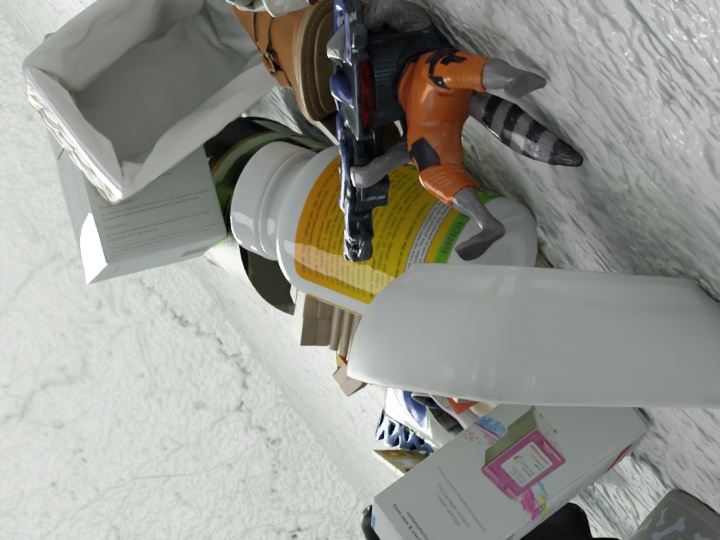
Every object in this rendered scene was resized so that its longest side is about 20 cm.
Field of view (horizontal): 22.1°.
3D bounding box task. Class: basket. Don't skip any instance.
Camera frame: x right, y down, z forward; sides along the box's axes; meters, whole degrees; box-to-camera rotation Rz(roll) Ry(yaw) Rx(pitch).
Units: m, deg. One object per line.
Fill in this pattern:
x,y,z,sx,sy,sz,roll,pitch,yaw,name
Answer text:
-0.158,-0.158,1.470,0.136,0.200,0.123,52,166,-2,basket

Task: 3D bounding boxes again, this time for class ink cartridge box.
0.110,0.156,1.391,0.085,0.199,0.145,54,170,12,ink cartridge box

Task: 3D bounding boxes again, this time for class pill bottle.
0.012,-0.023,1.275,0.199,0.111,0.111,21,155,29,pill bottle

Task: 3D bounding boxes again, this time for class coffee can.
-0.069,-0.051,1.634,0.147,0.146,0.200,56,169,-22,coffee can

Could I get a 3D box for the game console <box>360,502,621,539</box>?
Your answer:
0.120,0.230,1.638,0.117,0.199,0.176,-75,-26,-45,game console

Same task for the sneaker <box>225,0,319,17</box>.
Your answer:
-0.070,-0.218,1.193,0.075,0.090,0.200,57,169,-29,sneaker

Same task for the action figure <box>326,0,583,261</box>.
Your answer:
0.042,-0.086,1.134,0.194,0.104,0.201,49,147,46,action figure

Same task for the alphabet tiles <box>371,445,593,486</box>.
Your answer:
0.109,0.178,1.665,0.200,0.165,0.006,-155,67,-69,alphabet tiles

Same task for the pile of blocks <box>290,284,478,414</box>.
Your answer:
0.031,0.054,1.327,0.199,0.082,0.063,24,116,34,pile of blocks

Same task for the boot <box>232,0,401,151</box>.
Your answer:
-0.045,-0.170,1.318,0.155,0.073,0.200,52,169,28,boot

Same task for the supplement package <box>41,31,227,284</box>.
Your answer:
-0.201,-0.104,1.575,0.114,0.109,0.201,153,102,-71,supplement package

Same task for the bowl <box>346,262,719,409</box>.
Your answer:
0.108,0.036,1.071,0.200,0.199,0.075,-179,93,-66,bowl

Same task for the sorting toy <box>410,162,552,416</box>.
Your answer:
0.066,0.010,1.375,0.185,0.036,0.200,50,153,10,sorting toy

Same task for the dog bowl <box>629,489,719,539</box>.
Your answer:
0.278,0.263,1.406,0.200,0.059,0.200,49,170,12,dog bowl

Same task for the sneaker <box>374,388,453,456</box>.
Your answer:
0.081,0.111,1.667,0.199,0.080,0.116,10,110,48,sneaker

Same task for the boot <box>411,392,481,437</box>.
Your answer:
0.075,0.069,1.537,0.200,0.095,0.074,48,170,23,boot

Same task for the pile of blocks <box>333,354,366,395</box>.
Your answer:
0.000,0.000,1.533,0.082,0.062,0.201,16,114,31,pile of blocks
